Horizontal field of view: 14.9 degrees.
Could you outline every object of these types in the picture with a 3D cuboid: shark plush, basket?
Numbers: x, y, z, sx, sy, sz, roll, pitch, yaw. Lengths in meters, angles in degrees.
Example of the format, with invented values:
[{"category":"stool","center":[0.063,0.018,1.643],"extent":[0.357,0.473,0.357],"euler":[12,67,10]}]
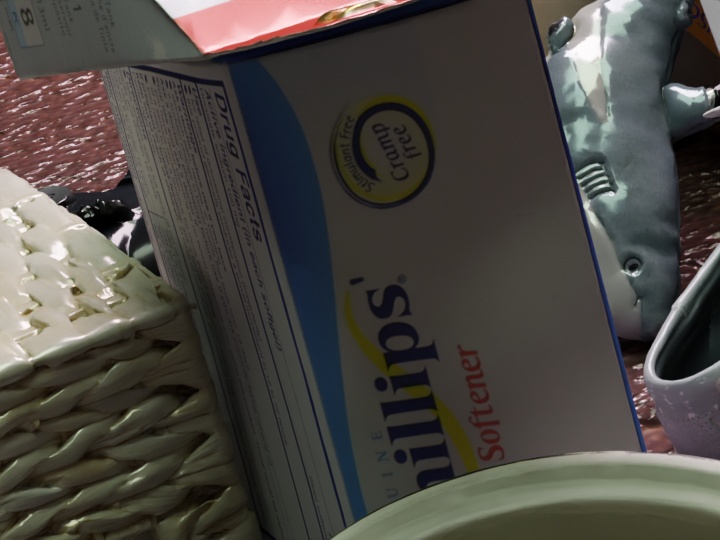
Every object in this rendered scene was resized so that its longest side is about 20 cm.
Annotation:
[{"category":"shark plush","center":[0.117,-0.065,1.111],"extent":[0.083,0.091,0.201],"euler":[11,57,29]},{"category":"basket","center":[-0.136,0.057,0.972],"extent":[0.135,0.124,0.200],"euler":[-21,25,-21]}]

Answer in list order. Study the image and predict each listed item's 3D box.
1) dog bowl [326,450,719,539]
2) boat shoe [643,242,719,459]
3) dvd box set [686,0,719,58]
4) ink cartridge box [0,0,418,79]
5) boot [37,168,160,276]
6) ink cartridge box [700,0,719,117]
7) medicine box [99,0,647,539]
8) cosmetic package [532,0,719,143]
[{"category":"dog bowl","center":[0.060,0.138,0.726],"extent":[0.199,0.074,0.201],"euler":[-9,35,6]},{"category":"boat shoe","center":[0.167,-0.015,0.961],"extent":[0.070,0.072,0.201],"euler":[14,60,48]},{"category":"dvd box set","center":[0.195,-0.136,1.190],"extent":[0.200,0.029,0.146],"euler":[42,54,14]},{"category":"ink cartridge box","center":[-0.002,-0.104,0.822],"extent":[0.159,0.048,0.200],"euler":[-21,10,-29]},{"category":"boot","center":[-0.118,-0.030,1.209],"extent":[0.167,0.077,0.200],"euler":[-10,30,-3]},{"category":"ink cartridge box","center":[0.201,-0.113,1.026],"extent":[0.116,0.068,0.200],"euler":[-22,-4,31]},{"category":"medicine box","center":[0.000,0.000,0.912],"extent":[0.102,0.183,0.200],"euler":[-18,12,-14]},{"category":"cosmetic package","center":[0.105,-0.105,1.233],"extent":[0.200,0.104,0.073],"euler":[-31,29,-33]}]
